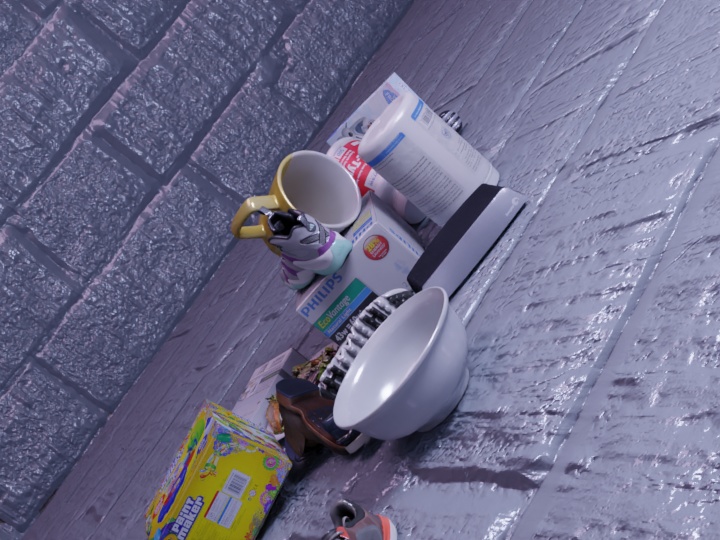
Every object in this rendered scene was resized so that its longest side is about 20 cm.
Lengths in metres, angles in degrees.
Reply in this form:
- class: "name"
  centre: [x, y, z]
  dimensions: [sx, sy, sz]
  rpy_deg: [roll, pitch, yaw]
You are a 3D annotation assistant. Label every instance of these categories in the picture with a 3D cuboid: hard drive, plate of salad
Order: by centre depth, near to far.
- class: "hard drive"
  centre: [0.147, -0.041, 1.416]
  dimensions: [0.200, 0.042, 0.135]
  rpy_deg: [-51, 14, 0]
- class: "plate of salad"
  centre: [-0.098, 0.190, 1.597]
  dimensions: [0.200, 0.048, 0.200]
  rpy_deg: [-48, 13, 15]

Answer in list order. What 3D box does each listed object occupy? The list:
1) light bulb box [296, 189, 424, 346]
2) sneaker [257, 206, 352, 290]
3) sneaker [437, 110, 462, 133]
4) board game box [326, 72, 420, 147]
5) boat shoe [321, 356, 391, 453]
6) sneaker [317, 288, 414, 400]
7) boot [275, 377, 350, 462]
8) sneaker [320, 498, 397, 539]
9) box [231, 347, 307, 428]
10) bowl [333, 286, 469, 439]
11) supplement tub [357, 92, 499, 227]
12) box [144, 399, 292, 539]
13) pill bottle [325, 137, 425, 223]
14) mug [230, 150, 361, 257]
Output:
- class: "light bulb box"
  centre: [0.000, 0.000, 1.609]
  dimensions: [0.198, 0.125, 0.200]
  rpy_deg: [-47, 15, 13]
- class: "sneaker"
  centre: [-0.109, -0.047, 1.518]
  dimensions: [0.200, 0.140, 0.078]
  rpy_deg: [-26, 29, 57]
- class: "sneaker"
  centre: [0.127, -0.232, 1.963]
  dimensions: [0.200, 0.075, 0.088]
  rpy_deg: [-42, -2, 4]
- class: "board game box"
  centre: [0.068, -0.234, 1.836]
  dimensions: [0.199, 0.200, 0.043]
  rpy_deg: [-37, 13, 43]
- class: "boat shoe"
  centre: [0.027, 0.142, 1.271]
  dimensions: [0.200, 0.062, 0.075]
  rpy_deg: [-49, 6, -17]
- class: "sneaker"
  centre: [0.008, 0.107, 1.435]
  dimensions: [0.200, 0.075, 0.081]
  rpy_deg: [-50, 5, 2]
- class: "boot"
  centre: [-0.056, 0.230, 1.358]
  dimensions: [0.200, 0.074, 0.098]
  rpy_deg: [33, 128, 56]
- class: "sneaker"
  centre: [-0.011, 0.298, 0.962]
  dimensions: [0.077, 0.082, 0.200]
  rpy_deg: [-47, 14, 13]
- class: "box"
  centre: [-0.186, 0.245, 1.755]
  dimensions: [0.156, 0.041, 0.201]
  rpy_deg: [-34, 21, 51]
- class: "bowl"
  centre: [0.063, 0.125, 1.152]
  dimensions: [0.201, 0.090, 0.201]
  rpy_deg: [-47, 15, 16]
- class: "supplement tub"
  centre: [0.106, -0.171, 1.551]
  dimensions: [0.132, 0.200, 0.132]
  rpy_deg: [-46, 14, 15]
- class: "box"
  centre: [-0.209, 0.318, 1.410]
  dimensions: [0.201, 0.121, 0.193]
  rpy_deg: [-62, 14, -3]
- class: "pill bottle"
  centre: [0.033, -0.159, 1.770]
  dimensions: [0.199, 0.112, 0.113]
  rpy_deg: [27, 74, 34]
- class: "mug"
  centre: [-0.113, -0.100, 1.622]
  dimensions: [0.153, 0.185, 0.151]
  rpy_deg: [-48, 28, 48]
